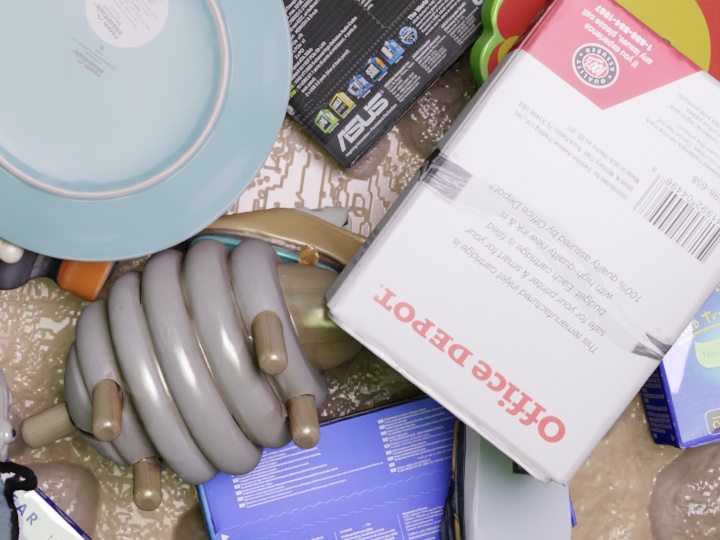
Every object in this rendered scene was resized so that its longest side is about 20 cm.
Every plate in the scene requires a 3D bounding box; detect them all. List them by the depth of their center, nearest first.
[{"bbox_3d":[-0.133,-0.104,0.974,0.200,0.026,0.201,0,94,-5],"label":"plate"}]

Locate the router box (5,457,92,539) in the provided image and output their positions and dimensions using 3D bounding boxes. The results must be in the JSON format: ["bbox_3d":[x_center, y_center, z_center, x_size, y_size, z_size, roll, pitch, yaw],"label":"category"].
[{"bbox_3d":[-0.200,0.220,1.065,0.200,0.049,0.180,45,82,-3],"label":"router box"}]

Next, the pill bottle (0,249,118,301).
[{"bbox_3d":[-0.215,-0.057,1.052,0.200,0.106,0.106,27,83,-5],"label":"pill bottle"}]

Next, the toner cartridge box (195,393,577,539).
[{"bbox_3d":[0.012,0.124,1.103,0.199,0.043,0.095,-14,87,-9],"label":"toner cartridge box"}]

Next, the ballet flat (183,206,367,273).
[{"bbox_3d":[0.000,0.000,1.107,0.200,0.069,0.063,21,56,-6],"label":"ballet flat"}]

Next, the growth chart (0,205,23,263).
[{"bbox_3d":[-0.166,-0.104,0.991,0.145,0.018,0.200,36,90,-6],"label":"growth chart"}]

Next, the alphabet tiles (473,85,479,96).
[{"bbox_3d":[0.147,-0.035,1.150,0.200,0.008,0.168,20,84,-6],"label":"alphabet tiles"}]

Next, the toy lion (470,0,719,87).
[{"bbox_3d":[0.165,-0.101,1.026,0.200,0.069,0.192,-23,102,-4],"label":"toy lion"}]

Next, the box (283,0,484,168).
[{"bbox_3d":[-0.007,-0.190,1.073,0.193,0.048,0.200,44,114,-1],"label":"box"}]

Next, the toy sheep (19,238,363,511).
[{"bbox_3d":[-0.088,0.051,1.032,0.199,0.138,0.138,-18,89,4],"label":"toy sheep"}]

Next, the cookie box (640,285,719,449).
[{"bbox_3d":[0.229,-0.016,1.117,0.171,0.075,0.201,-13,88,-6],"label":"cookie box"}]

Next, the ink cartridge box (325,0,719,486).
[{"bbox_3d":[0.096,-0.019,0.959,0.144,0.084,0.200,37,91,-3],"label":"ink cartridge box"}]

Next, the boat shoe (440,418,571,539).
[{"bbox_3d":[0.078,0.081,1.056,0.071,0.091,0.201,11,70,-8],"label":"boat shoe"}]

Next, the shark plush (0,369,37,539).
[{"bbox_3d":[-0.224,0.076,1.044,0.083,0.091,0.200,-38,78,6],"label":"shark plush"}]
